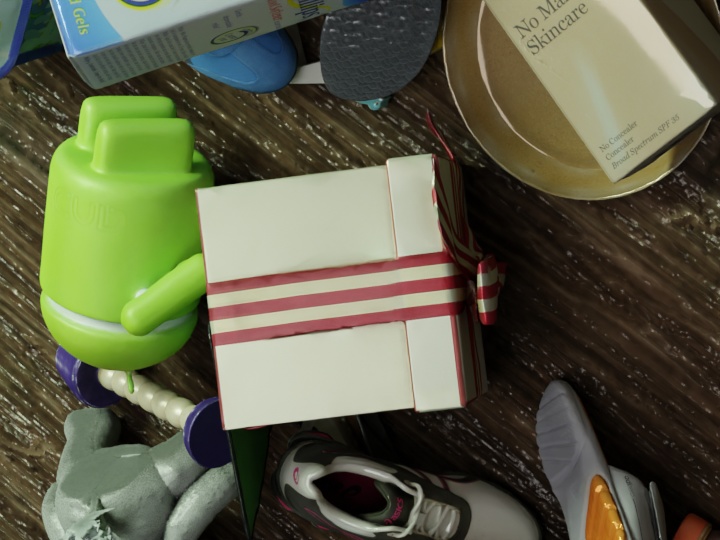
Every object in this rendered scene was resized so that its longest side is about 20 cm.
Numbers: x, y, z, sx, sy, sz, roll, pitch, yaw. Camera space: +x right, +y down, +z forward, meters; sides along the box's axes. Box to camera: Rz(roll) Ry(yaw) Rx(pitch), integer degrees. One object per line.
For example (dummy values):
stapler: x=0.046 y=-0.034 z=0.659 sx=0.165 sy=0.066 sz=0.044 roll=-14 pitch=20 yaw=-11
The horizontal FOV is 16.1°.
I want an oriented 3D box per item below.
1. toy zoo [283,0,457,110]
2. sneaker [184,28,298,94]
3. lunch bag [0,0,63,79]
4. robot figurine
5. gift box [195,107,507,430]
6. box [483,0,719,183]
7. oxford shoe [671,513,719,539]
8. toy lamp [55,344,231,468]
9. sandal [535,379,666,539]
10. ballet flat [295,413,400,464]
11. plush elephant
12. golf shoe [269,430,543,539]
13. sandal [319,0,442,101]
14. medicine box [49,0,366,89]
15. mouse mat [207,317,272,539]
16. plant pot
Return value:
toy zoo: x=-0.010 y=-0.209 z=1.744 sx=0.130 sy=0.020 sz=0.202 roll=-12 pitch=97 yaw=29
sneaker: x=-0.124 y=-0.187 z=1.724 sx=0.200 sy=0.078 sz=0.066 roll=42 pitch=97 yaw=-12
lunch bag: x=-0.272 y=-0.230 z=1.772 sx=0.127 sy=0.200 sz=0.171 roll=27 pitch=113 yaw=19
robot figurine: x=-0.165 y=-0.020 z=1.782 sx=0.175 sy=0.115 sz=0.202 roll=-133 pitch=46 yaw=-56
gift box: x=0.000 y=0.000 z=1.673 sx=0.185 sy=0.185 sz=0.202 roll=-6 pitch=94 yaw=7
box: x=0.148 y=-0.167 z=1.611 sx=0.095 sy=0.078 sz=0.201 roll=-39 pitch=84 yaw=30
oxford shoe: x=0.215 y=0.268 z=1.723 sx=0.072 sy=0.071 sz=0.201 roll=24 pitch=112 yaw=15
toy lamp: x=-0.157 y=0.089 z=1.838 sx=0.200 sy=0.058 sz=0.059 roll=25 pitch=116 yaw=51
sandal: x=0.172 y=0.157 z=1.692 sx=0.079 sy=0.059 sz=0.208 roll=112 pitch=151 yaw=-48
ballet flat: x=-0.027 y=0.091 z=1.801 sx=0.068 sy=0.068 sz=0.201 roll=-29 pitch=88 yaw=32
plush elephant: x=-0.151 y=0.206 z=1.852 sx=0.163 sy=0.200 sz=0.156 roll=-7 pitch=118 yaw=21
golf shoe: x=0.036 y=0.171 z=1.742 sx=0.198 sy=0.088 sz=0.078 roll=17 pitch=90 yaw=-11
sandal: x=0.026 y=-0.205 z=1.690 sx=0.075 sy=0.043 sz=0.201 roll=17 pitch=113 yaw=-3
medicine box: x=-0.111 y=-0.238 z=1.622 sx=0.198 sy=0.103 sz=0.184 roll=-18 pitch=83 yaw=0
mouse mat: x=-0.081 y=0.073 z=1.745 sx=0.007 sy=0.200 sz=0.162 roll=-7 pitch=112 yaw=5
plant pot: x=0.149 y=-0.148 z=1.675 sx=0.199 sy=0.027 sz=0.202 roll=8 pitch=107 yaw=26
